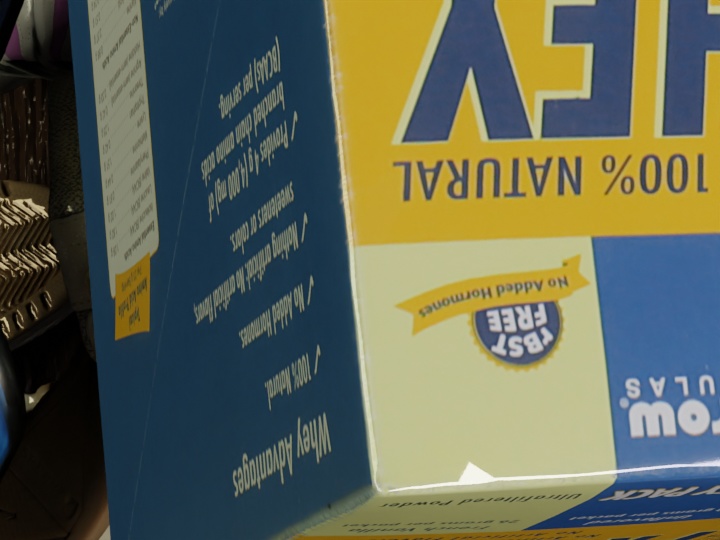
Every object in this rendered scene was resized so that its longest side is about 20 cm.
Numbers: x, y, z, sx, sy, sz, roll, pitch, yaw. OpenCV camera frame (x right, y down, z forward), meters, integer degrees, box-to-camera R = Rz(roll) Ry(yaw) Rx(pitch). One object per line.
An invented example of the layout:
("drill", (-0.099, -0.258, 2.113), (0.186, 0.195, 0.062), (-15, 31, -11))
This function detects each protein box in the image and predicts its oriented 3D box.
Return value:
("protein box", (0.025, -0.038, 0.622), (0.199, 0.135, 0.200), (142, 124, -68))

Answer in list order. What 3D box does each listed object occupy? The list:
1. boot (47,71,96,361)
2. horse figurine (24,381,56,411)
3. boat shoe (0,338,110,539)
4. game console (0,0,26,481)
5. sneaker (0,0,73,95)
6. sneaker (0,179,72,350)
("boot", (0.000, 0.000, 0.796), (0.154, 0.072, 0.200), (-22, 57, 6))
("horse figurine", (-0.161, 0.057, 1.007), (0.133, 0.200, 0.050), (-47, 21, 36))
("boat shoe", (-0.049, 0.037, 0.917), (0.200, 0.065, 0.073), (-51, 49, 12))
("game console", (-0.111, -0.014, 0.862), (0.118, 0.171, 0.200), (38, 149, 1))
("sneaker", (-0.083, -0.068, 0.969), (0.200, 0.078, 0.140), (-38, 58, 46))
("sneaker", (-0.163, 0.032, 1.092), (0.200, 0.112, 0.071), (-22, 65, 18))
